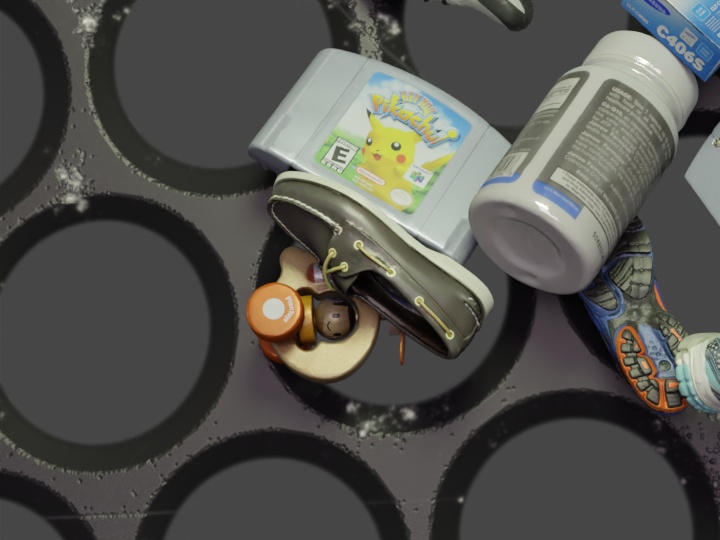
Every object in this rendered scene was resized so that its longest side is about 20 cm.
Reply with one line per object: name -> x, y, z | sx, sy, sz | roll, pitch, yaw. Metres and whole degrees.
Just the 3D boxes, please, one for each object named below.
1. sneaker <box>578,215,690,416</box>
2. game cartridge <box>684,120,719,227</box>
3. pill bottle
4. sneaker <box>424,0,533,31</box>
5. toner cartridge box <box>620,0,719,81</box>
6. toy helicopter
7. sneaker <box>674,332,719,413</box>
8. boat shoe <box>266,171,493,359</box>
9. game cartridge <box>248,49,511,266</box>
sneaker -> 0.213, 0.034, 1.427 | 0.075, 0.079, 0.201 | -17, 65, -2
game cartridge -> 0.355, -0.106, 1.396 | 0.200, 0.040, 0.134 | -45, 53, 21
pill bottle -> 0.181, -0.089, 1.397 | 0.113, 0.114, 0.200 | 33, 64, 8
sneaker -> 0.055, -0.252, 1.484 | 0.200, 0.074, 0.080 | 36, 102, 13
toner cartridge box -> 0.308, -0.247, 1.424 | 0.095, 0.043, 0.200 | 43, 62, 9
toy helicopter -> 0.000, 0.000, 1.451 | 0.132, 0.079, 0.201 | 20, 73, 13
sneaker -> 0.337, 0.077, 1.361 | 0.199, 0.086, 0.078 | -5, 84, -38
boat shoe -> 0.007, -0.005, 1.386 | 0.201, 0.072, 0.061 | 32, 60, 6
game cartridge -> 0.026, -0.097, 1.446 | 0.199, 0.041, 0.134 | 30, 60, 9
